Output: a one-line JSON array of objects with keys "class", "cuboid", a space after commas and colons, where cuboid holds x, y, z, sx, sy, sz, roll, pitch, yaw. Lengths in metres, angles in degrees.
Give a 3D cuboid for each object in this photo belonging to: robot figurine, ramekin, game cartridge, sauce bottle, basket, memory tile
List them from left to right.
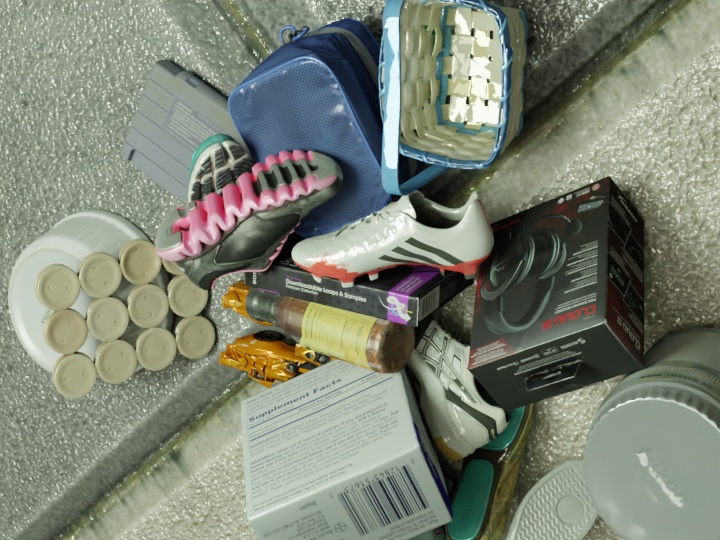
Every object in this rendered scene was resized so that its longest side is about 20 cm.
[{"class": "ramekin", "cuboid": [-0.325, 0.038, 1.628, 0.200, 0.094, 0.205, 8, 108, 26]}, {"class": "memory tile", "cuboid": [-0.262, 0.046, 1.552, 0.017, 0.198, 0.156, 16, 119, 59]}, {"class": "game cartridge", "cuboid": [-0.168, -0.130, 1.532, 0.199, 0.038, 0.131, 36, 114, 15]}, {"class": "robot figurine", "cuboid": [-0.059, 0.083, 1.517, 0.198, 0.058, 0.147, 14, 113, 25]}, {"class": "sauce bottle", "cuboid": [-0.035, 0.053, 1.419, 0.198, 0.066, 0.067, 17, 113, 41]}, {"class": "basket", "cuboid": [0.075, -0.172, 1.287, 0.137, 0.200, 0.179, 10, 108, 25]}]

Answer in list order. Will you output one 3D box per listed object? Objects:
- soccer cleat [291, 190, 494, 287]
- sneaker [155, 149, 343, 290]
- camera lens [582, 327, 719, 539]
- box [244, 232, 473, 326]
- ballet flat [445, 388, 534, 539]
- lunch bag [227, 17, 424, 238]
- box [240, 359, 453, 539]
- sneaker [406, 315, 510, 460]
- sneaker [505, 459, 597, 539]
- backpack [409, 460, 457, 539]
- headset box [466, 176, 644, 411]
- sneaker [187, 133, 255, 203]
[{"class": "soccer cleat", "cuboid": [0.029, -0.036, 1.320, 0.197, 0.069, 0.086, -1, 122, 12]}, {"class": "sneaker", "cuboid": [-0.098, -0.043, 1.347, 0.198, 0.079, 0.096, -25, 125, 13]}, {"class": "camera lens", "cuboid": [0.300, 0.151, 1.258, 0.158, 0.200, 0.162, 8, 108, 26]}, {"class": "box", "cuboid": [0.000, 0.000, 1.411, 0.198, 0.143, 0.037, 11, 112, 25]}, {"class": "ballet flat", "cuboid": [0.140, 0.195, 1.423, 0.070, 0.071, 0.202, 12, 74, 25]}, {"class": "lunch bag", "cuboid": [-0.032, -0.153, 1.390, 0.135, 0.132, 0.202, -17, 108, 31]}, {"class": "box", "cuboid": [-0.018, 0.189, 1.388, 0.182, 0.201, 0.106, -24, 120, 6]}, {"class": "sneaker", "cuboid": [0.091, 0.093, 1.424, 0.087, 0.076, 0.202, -26, 67, 7]}, {"class": "sneaker", "cuboid": [0.180, 0.286, 1.438, 0.073, 0.118, 0.202, 34, 82, 8]}, {"class": "backpack", "cuboid": [0.030, 0.308, 1.449, 0.176, 0.200, 0.154, -41, 88, 30]}, {"class": "headset box", "cuboid": [0.184, 0.030, 1.287, 0.148, 0.202, 0.077, -22, 129, 32]}, {"class": "sneaker", "cuboid": [-0.152, -0.094, 1.423, 0.077, 0.200, 0.080, -24, 76, -11]}]
